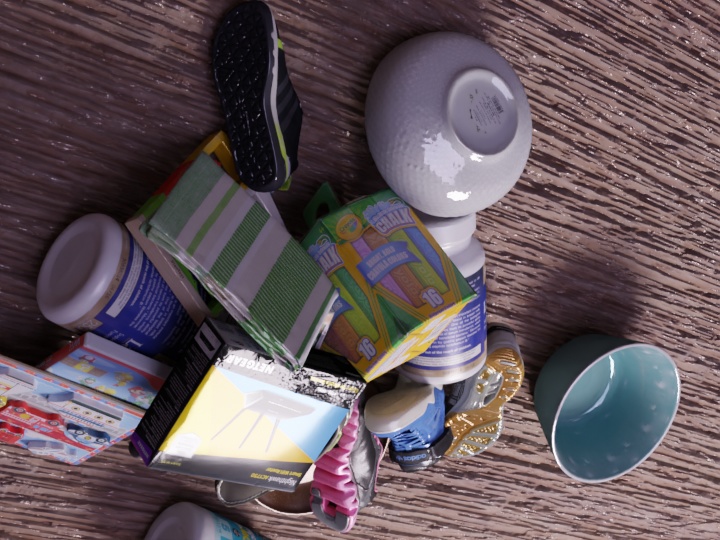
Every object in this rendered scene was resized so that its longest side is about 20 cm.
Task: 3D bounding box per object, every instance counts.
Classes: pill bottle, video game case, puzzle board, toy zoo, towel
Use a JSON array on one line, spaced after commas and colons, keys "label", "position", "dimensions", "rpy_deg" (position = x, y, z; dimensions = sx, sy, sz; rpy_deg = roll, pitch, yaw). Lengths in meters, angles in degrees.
[{"label": "pill bottle", "position": [-0.217, 0.035, 1.307], "dimensions": [0.200, 0.116, 0.116], "rpy_deg": [33, 95, -40]}, {"label": "video game case", "position": [-0.277, 0.130, 1.316], "dimensions": [0.143, 0.018, 0.200], "rpy_deg": [28, 137, -35]}, {"label": "puzzle board", "position": [-0.333, 0.146, 1.311], "dimensions": [0.200, 0.017, 0.150], "rpy_deg": [27, 139, -35]}, {"label": "toy zoo", "position": [-0.144, -0.053, 1.306], "dimensions": [0.131, 0.020, 0.200], "rpy_deg": [57, 40, -21]}, {"label": "pill bottle", "position": [0.087, 0.019, 1.479], "dimensions": [0.115, 0.116, 0.201], "rpy_deg": [-16, 121, -22]}, {"label": "pill bottle", "position": [-0.153, 0.355, 1.512], "dimensions": [0.200, 0.111, 0.111], "rpy_deg": [34, 94, -37]}, {"label": "towel", "position": [-0.111, -0.010, 1.246], "dimensions": [0.200, 0.153, 0.023], "rpy_deg": [44, 124, -12]}]

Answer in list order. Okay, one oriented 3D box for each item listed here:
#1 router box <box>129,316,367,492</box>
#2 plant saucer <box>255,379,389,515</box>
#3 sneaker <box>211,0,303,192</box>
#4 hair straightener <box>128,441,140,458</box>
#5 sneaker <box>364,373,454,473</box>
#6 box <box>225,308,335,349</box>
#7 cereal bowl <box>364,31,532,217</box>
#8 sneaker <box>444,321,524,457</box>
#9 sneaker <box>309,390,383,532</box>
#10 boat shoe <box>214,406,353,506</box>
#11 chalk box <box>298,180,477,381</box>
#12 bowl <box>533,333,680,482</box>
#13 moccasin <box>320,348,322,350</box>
[{"label": "router box", "position": [-0.108, 0.138, 1.278], "dimensions": [0.200, 0.051, 0.150], "rpy_deg": [19, 110, -45]}, {"label": "plant saucer", "position": [-0.058, 0.197, 1.535], "dimensions": [0.199, 0.037, 0.201], "rpy_deg": [-12, 118, -23]}, {"label": "sneaker", "position": [-0.100, -0.178, 1.324], "dimensions": [0.083, 0.071, 0.201], "rpy_deg": [-35, 126, -59]}, {"label": "hair straightener", "position": [-0.177, 0.149, 1.450], "dimensions": [0.200, 0.041, 0.077], "rpy_deg": [-35, 126, -16]}, {"label": "sneaker", "position": [0.059, 0.189, 1.500], "dimensions": [0.076, 0.200, 0.112], "rpy_deg": [-6, 99, 14]}, {"label": "box", "position": [-0.109, 0.118, 1.331], "dimensions": [0.110, 0.035, 0.201], "rpy_deg": [2, 120, -42]}, {"label": "cereal bowl", "position": [0.107, -0.161, 1.374], "dimensions": [0.199, 0.083, 0.201], "rpy_deg": [4, 83, -29]}, {"label": "sneaker", "position": [0.149, 0.149, 1.606], "dimensions": [0.075, 0.088, 0.200], "rpy_deg": [18, 128, -14]}, {"label": "sneaker", "position": [-0.010, 0.203, 1.511], "dimensions": [0.095, 0.079, 0.201], "rpy_deg": [-24, 126, -44]}, {"label": "boat shoe", "position": [-0.093, 0.202, 1.434], "dimensions": [0.202, 0.060, 0.072], "rpy_deg": [-40, 101, 19]}, {"label": "chalk box", "position": [0.000, 0.000, 1.376], "dimensions": [0.124, 0.200, 0.125], "rpy_deg": [-27, 163, -42]}, {"label": "bowl", "position": [0.304, 0.163, 1.677], "dimensions": [0.200, 0.105, 0.202], "rpy_deg": [-13, 119, -24]}, {"label": "moccasin", "position": [-0.066, 0.079, 1.429], "dimensions": [0.201, 0.078, 0.074], "rpy_deg": [-5, 80, -39]}]
